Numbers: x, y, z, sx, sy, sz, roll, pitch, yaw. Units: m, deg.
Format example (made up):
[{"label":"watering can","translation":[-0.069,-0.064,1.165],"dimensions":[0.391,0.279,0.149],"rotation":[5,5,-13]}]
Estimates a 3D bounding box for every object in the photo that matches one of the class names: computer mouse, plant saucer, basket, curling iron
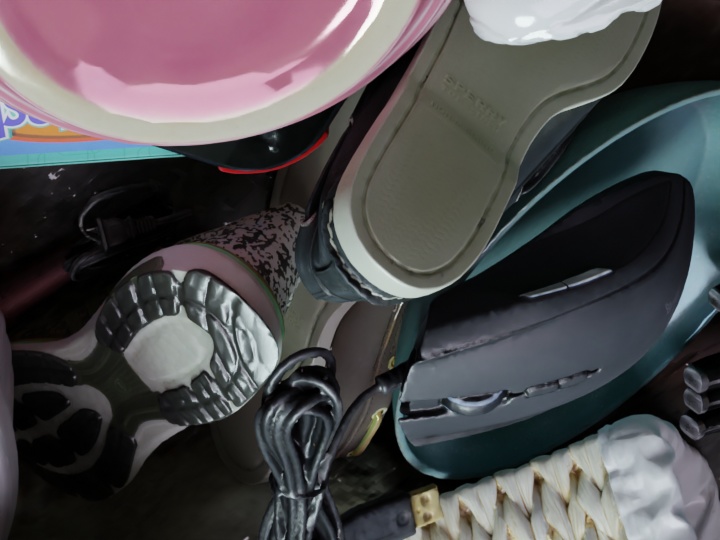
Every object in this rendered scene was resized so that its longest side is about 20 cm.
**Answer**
[{"label":"computer mouse","translation":[0.049,0.051,0.956],"dimensions":[0.199,0.046,0.141],"rotation":[-27,148,-26]},{"label":"plant saucer","translation":[-0.054,-0.112,0.812],"dimensions":[0.199,0.051,0.201],"rotation":[-5,133,-5]},{"label":"plant saucer","translation":[0.084,-0.003,1.012],"dimensions":[0.199,0.036,0.200],"rotation":[-31,151,-19]},{"label":"basket","translation":[0.089,0.180,1.086],"dimensions":[0.160,0.201,0.198],"rotation":[-17,167,11]},{"label":"curling iron","translation":[-0.153,0.016,1.027],"dimensions":[0.199,0.026,0.050],"rotation":[-28,168,19]}]

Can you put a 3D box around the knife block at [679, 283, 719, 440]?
[{"label":"knife block","translation":[0.238,0.043,1.092],"dimensions":[0.176,0.064,0.200],"rotation":[-45,128,14]}]

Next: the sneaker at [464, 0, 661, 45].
[{"label":"sneaker","translation":[0.096,-0.161,0.864],"dimensions":[0.200,0.078,0.099],"rotation":[-45,116,-8]}]

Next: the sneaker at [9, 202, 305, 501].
[{"label":"sneaker","translation":[-0.079,0.028,1.021],"dimensions":[0.200,0.089,0.077],"rotation":[-24,106,47]}]

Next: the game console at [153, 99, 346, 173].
[{"label":"game console","translation":[-0.054,-0.125,0.855],"dimensions":[0.176,0.031,0.200],"rotation":[18,126,-23]}]

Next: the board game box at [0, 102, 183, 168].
[{"label":"board game box","translation":[-0.095,-0.124,0.894],"dimensions":[0.151,0.045,0.201],"rotation":[-4,134,-9]}]

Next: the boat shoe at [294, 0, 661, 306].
[{"label":"boat shoe","translation":[0.039,-0.059,0.914],"dimensions":[0.074,0.200,0.066],"rotation":[39,146,-14]}]

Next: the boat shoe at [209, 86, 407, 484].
[{"label":"boat shoe","translation":[0.000,0.000,1.021],"dimensions":[0.059,0.072,0.201],"rotation":[-5,132,-36]}]

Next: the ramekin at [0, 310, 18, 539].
[{"label":"ramekin","translation":[-0.219,0.048,0.971],"dimensions":[0.201,0.094,0.203],"rotation":[3,121,4]}]
